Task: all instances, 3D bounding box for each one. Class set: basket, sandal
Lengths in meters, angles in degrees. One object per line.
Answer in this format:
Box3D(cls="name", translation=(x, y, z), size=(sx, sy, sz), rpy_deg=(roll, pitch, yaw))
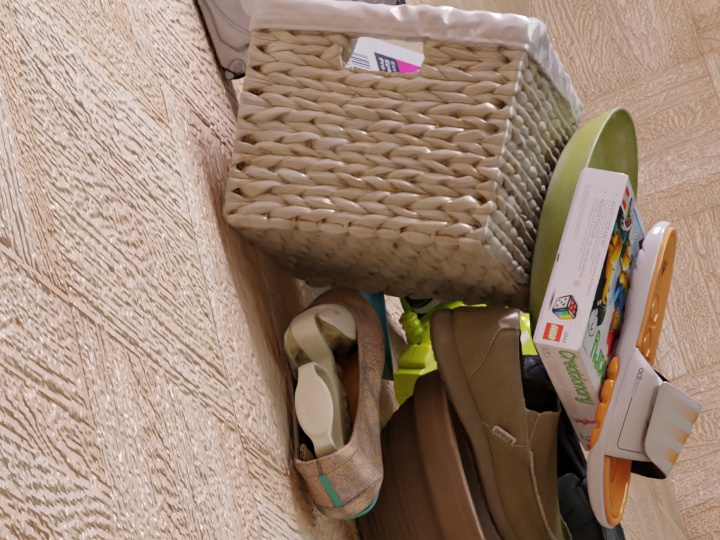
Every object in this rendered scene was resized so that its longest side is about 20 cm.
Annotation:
Box3D(cls="basket", translation=(0.031, -0.077, 1.648), size=(0.200, 0.197, 0.162), rpy_deg=(45, 54, -70))
Box3D(cls="sandal", translation=(0.198, 0.072, 1.622), size=(0.079, 0.059, 0.208), rpy_deg=(20, 82, -70))

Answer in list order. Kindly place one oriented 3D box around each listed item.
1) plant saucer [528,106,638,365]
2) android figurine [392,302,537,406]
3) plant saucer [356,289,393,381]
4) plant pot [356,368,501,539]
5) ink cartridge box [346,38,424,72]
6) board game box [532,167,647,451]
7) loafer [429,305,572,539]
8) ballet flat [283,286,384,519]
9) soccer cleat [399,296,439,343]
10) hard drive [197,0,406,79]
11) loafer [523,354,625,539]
Box3D(cls="plant saucer", translation=(0.152, -0.016, 1.697), size=(0.200, 0.031, 0.201), rpy_deg=(10, 90, -72))
Box3D(cls="android figurine", translation=(0.091, 0.103, 1.876), size=(0.182, 0.041, 0.201), rpy_deg=(-43, 115, -33))
Box3D(cls="plant saucer", translation=(0.000, 0.000, 1.928), size=(0.200, 0.019, 0.070), rpy_deg=(-98, 164, -50))
Box3D(cls="plant pot", translation=(0.054, 0.174, 1.699), size=(0.201, 0.092, 0.202), rpy_deg=(-20, 90, -80))
Box3D(cls="ink cartridge box", translation=(0.015, -0.093, 1.863), size=(0.164, 0.075, 0.201), rpy_deg=(11, 56, -47))
Box3D(cls="board game box", translation=(0.163, 0.032, 1.647), size=(0.200, 0.034, 0.127), rpy_deg=(58, 46, -62))
Box3D(cls="loafer", translation=(0.106, 0.112, 1.645), size=(0.076, 0.067, 0.201), rpy_deg=(-79, 147, -69))
Box3D(cls="ballet flat", translation=(-0.020, 0.069, 1.598), size=(0.067, 0.068, 0.201), rpy_deg=(51, 19, -40))
Box3D(cls="soccer cleat", translation=(0.064, 0.010, 1.996), size=(0.200, 0.081, 0.068), rpy_deg=(69, 10, -53))
Box3D(cls="hard drive", translation=(-0.063, -0.251, 1.730), size=(0.038, 0.139, 0.201), rpy_deg=(-24, 96, -79))
Box3D(cls="loafer", translation=(0.135, 0.158, 1.730), size=(0.070, 0.068, 0.202), rpy_deg=(-7, 78, -61))
